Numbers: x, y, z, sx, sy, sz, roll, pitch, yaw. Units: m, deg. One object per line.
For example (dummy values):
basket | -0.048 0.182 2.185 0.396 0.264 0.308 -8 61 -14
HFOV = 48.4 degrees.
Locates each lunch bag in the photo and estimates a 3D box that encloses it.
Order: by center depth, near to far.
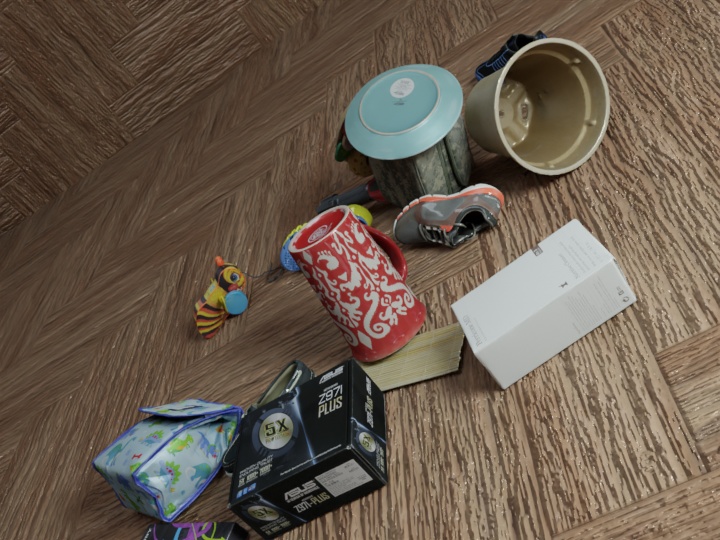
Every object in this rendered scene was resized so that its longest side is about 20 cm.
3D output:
lunch bag | -0.295 0.278 1.263 0.169 0.128 0.200 -5 30 51
lunch bag | 0.111 -0.215 1.366 0.139 0.201 0.168 27 64 38

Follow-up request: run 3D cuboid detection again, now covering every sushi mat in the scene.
sushi mat | 0.064 0.129 1.142 0.199 0.012 0.096 -21 35 32

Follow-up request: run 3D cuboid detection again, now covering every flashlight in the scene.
flashlight | 0.010 -0.142 1.542 0.199 0.068 0.068 -20 25 42

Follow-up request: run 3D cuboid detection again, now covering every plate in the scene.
plate | 0.064 -0.263 1.277 0.198 0.026 0.202 -11 55 16

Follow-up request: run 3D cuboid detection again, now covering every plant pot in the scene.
plant pot | 0.264 -0.256 1.286 0.200 0.201 0.183 -44 17 -8

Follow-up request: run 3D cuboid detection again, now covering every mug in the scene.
mug | -0.010 0.007 1.195 0.133 0.201 0.178 -30 23 13

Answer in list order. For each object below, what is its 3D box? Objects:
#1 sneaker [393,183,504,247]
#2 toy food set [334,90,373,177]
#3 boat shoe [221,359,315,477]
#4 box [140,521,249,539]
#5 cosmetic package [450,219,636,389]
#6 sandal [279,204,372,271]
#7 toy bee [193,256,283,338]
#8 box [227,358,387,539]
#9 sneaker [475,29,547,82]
sneaker | 0.133 -0.074 1.284 0.199 0.077 0.082 -21 40 33
toy food set | 0.032 -0.263 1.425 0.200 0.198 0.049 -45 67 7
boat shoe | -0.146 0.221 1.215 0.200 0.060 0.075 -49 30 -15
box | -0.256 0.418 1.098 0.199 0.036 0.144 -18 36 38
cosmetic package | 0.224 0.041 1.001 0.199 0.081 0.113 -35 31 7
sandal | -0.070 -0.049 1.491 0.199 0.080 0.088 -28 34 25
toy bee | -0.269 0.029 1.584 0.130 0.109 0.201 3 50 54
box | -0.068 0.238 1.071 0.199 0.086 0.164 -30 30 19
sneaker | 0.294 -0.419 1.565 0.199 0.078 0.070 -1 47 49
